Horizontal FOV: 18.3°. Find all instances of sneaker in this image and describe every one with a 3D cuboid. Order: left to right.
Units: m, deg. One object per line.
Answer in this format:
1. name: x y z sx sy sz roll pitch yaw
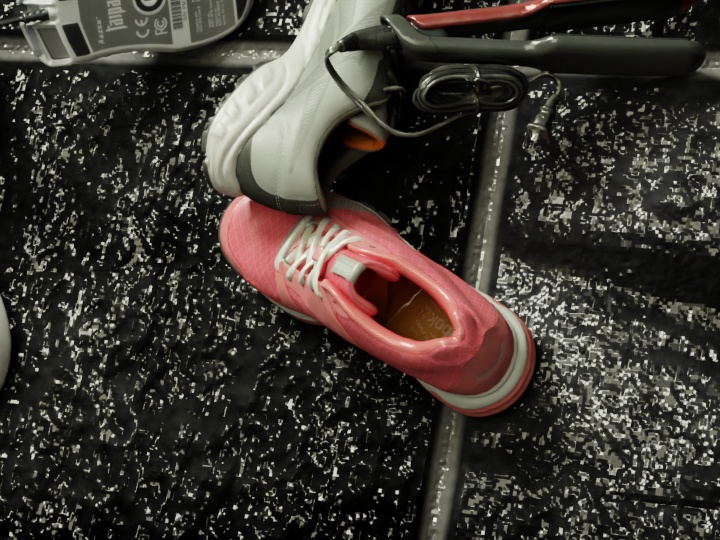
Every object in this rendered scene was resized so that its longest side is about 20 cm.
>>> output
1. sneaker: 0.000 -0.109 1.191 0.079 0.074 0.201 26 70 22
2. sneaker: 0.000 0.000 1.155 0.200 0.087 0.074 29 85 29

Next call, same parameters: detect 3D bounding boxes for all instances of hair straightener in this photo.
1. hair straightener: 0.081 -0.104 1.142 0.199 0.041 0.077 -4 70 -9

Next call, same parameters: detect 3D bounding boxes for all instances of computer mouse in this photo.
1. computer mouse: -0.157 -0.150 1.256 0.199 0.110 0.044 -11 21 -19

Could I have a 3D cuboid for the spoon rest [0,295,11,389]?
1. spoon rest: -0.252 -0.008 1.272 0.099 0.061 0.201 -7 93 17
